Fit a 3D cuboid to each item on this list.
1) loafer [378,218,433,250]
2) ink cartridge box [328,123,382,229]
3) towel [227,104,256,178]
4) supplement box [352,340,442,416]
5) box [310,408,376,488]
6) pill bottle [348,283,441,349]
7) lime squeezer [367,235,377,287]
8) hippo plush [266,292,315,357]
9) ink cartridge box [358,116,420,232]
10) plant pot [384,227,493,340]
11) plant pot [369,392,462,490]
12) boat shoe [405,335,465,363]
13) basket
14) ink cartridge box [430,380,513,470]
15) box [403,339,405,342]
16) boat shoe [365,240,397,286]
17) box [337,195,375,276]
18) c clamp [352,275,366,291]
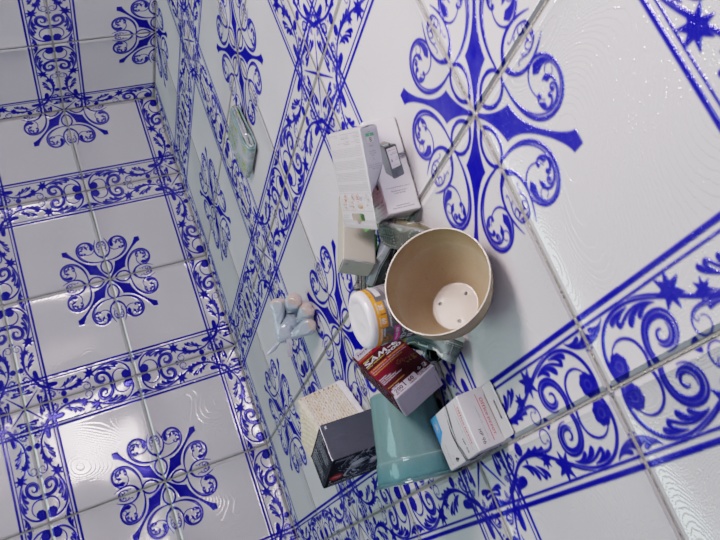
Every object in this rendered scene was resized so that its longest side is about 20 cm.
[{"bbox_3d":[0.122,-0.069,1.453,0.198,0.069,0.077,26,133,41],"label":"loafer"},{"bbox_3d":[-0.001,-0.192,1.487,0.160,0.049,0.205,11,116,64],"label":"ink cartridge box"},{"bbox_3d":[-0.418,-0.457,2.539,0.172,0.047,0.203,112,138,-60],"label":"towel"},{"bbox_3d":[0.077,0.216,1.555,0.199,0.108,0.062,33,157,56],"label":"supplement box"},{"bbox_3d":[-0.019,0.475,1.937,0.184,0.196,0.105,104,145,-50],"label":"box"},{"bbox_3d":[0.083,0.077,1.459,0.116,0.196,0.119,46,145,49],"label":"pill bottle"},{"bbox_3d":[0.029,0.013,1.757,0.071,0.037,0.203,54,151,37],"label":"lime squeezer"},{"bbox_3d":[-0.211,0.168,2.342,0.161,0.155,0.206,-28,-59,-83],"label":"hippo plush"},{"bbox_3d":[0.040,-0.204,1.542,0.145,0.082,0.205,-30,75,66],"label":"ink cartridge box"},{"bbox_3d":[0.159,0.043,1.318,0.202,0.198,0.134,60,-171,32],"label":"plant pot"},{"bbox_3d":[0.110,0.366,1.602,0.200,0.195,0.201,133,128,-64],"label":"plant pot"},{"bbox_3d":[0.147,0.162,1.505,0.199,0.071,0.063,-11,62,63],"label":"boat shoe"},{"bbox_3d":[-0.080,0.476,2.138,0.200,0.157,0.203,-135,36,-53],"label":"basket"},{"bbox_3d":[0.220,0.313,1.443,0.118,0.066,0.201,66,155,22],"label":"ink cartridge box"},{"bbox_3d":[0.094,0.102,1.641,0.076,0.049,0.202,63,154,28],"label":"box"},{"bbox_3d":[0.065,-0.024,1.621,0.202,0.065,0.071,113,172,-48],"label":"boat shoe"},{"bbox_3d":[-0.009,-0.094,1.645,0.069,0.080,0.205,119,156,-60],"label":"box"},{"bbox_3d":[0.000,0.000,1.817,0.172,0.026,0.205,-114,21,-59],"label":"c clamp"}]
